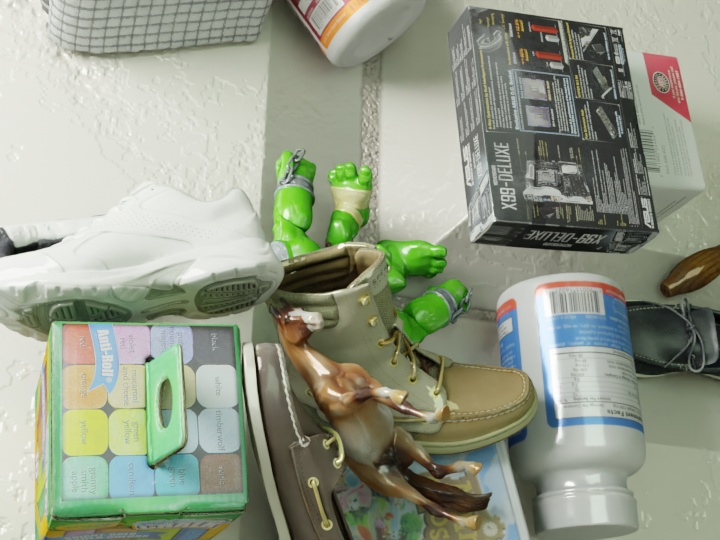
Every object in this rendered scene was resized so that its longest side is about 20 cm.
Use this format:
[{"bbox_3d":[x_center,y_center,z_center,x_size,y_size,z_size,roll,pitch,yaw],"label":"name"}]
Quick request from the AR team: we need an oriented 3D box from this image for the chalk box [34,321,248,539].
[{"bbox_3d":[-0.146,0.109,0.693,0.122,0.200,0.126,2,66,-19],"label":"chalk box"}]

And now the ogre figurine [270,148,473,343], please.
[{"bbox_3d":[0.000,0.000,0.862,0.201,0.097,0.120,53,41,-26],"label":"ogre figurine"}]

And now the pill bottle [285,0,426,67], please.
[{"bbox_3d":[-0.037,-0.294,0.958,0.109,0.110,0.201,-32,83,-29],"label":"pill bottle"}]

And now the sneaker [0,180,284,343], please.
[{"bbox_3d":[-0.157,-0.011,0.716,0.198,0.078,0.100,-7,59,-21],"label":"sneaker"}]

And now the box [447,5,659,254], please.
[{"bbox_3d":[0.162,-0.119,0.902,0.156,0.050,0.203,2,70,-20],"label":"box"}]

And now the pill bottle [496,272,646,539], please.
[{"bbox_3d":[0.174,0.114,0.869,0.111,0.112,0.202,6,67,-19],"label":"pill bottle"}]

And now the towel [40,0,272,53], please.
[{"bbox_3d":[-0.160,-0.267,0.868,0.198,0.166,0.086,-12,67,-25],"label":"towel"}]

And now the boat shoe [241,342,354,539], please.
[{"bbox_3d":[-0.036,0.141,0.712,0.059,0.072,0.203,-12,98,-2],"label":"boat shoe"}]

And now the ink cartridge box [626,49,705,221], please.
[{"bbox_3d":[0.209,-0.132,1.002,0.198,0.083,0.147,4,68,-20],"label":"ink cartridge box"}]

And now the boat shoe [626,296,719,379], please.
[{"bbox_3d":[0.298,0.062,0.969,0.198,0.062,0.076,10,67,-16],"label":"boat shoe"}]

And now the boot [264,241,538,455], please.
[{"bbox_3d":[0.029,0.055,0.776,0.197,0.156,0.072,-2,34,9],"label":"boot"}]

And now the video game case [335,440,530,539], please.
[{"bbox_3d":[0.036,0.214,0.766,0.180,0.022,0.202,-9,57,-4],"label":"video game case"}]

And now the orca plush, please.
[{"bbox_3d":[-0.188,-0.004,0.783,0.199,0.104,0.072,-14,101,-60],"label":"orca plush"}]

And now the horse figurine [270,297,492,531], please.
[{"bbox_3d":[0.018,0.111,0.728,0.050,0.132,0.201,-51,129,-25],"label":"horse figurine"}]

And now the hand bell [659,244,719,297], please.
[{"bbox_3d":[0.373,-0.027,1.037,0.198,0.104,0.105,-28,80,-15],"label":"hand bell"}]
